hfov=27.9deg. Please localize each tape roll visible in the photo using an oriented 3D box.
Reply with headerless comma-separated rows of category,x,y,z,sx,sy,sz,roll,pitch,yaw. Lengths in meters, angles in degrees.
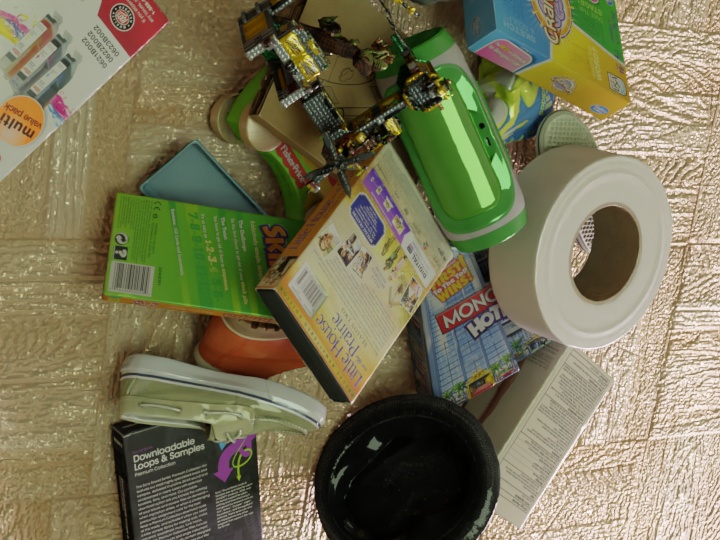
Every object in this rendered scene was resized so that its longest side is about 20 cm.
tape roll,0.226,-0.025,1.475,0.202,0.071,0.203,-12,109,-36

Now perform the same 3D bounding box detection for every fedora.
fedora,0.055,0.225,1.520,0.201,0.200,0.092,-61,161,-2

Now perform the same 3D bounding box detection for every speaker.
speaker,0.085,-0.121,1.357,0.088,0.088,0.201,-32,108,-22

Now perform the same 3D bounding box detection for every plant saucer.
plant saucer,-0.122,-0.040,1.366,0.070,0.019,0.200,-39,125,4

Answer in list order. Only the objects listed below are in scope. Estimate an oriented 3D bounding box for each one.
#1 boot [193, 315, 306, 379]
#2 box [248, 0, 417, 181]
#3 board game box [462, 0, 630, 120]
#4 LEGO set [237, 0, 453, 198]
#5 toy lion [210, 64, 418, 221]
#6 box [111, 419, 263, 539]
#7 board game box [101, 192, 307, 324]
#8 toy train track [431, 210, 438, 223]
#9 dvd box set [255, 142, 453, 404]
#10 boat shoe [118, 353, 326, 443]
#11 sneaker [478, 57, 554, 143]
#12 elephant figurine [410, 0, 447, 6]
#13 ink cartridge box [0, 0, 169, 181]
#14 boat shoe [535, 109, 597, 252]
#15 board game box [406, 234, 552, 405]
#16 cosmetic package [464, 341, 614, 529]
boot,-0.065,0.065,1.412,0.199,0.075,0.107,7,137,-34
box,-0.004,-0.165,1.354,0.200,0.021,0.164,34,69,-39
board game box,0.182,-0.254,1.443,0.200,0.040,0.154,20,55,-38
LEGO set,-0.012,-0.170,1.218,0.153,0.116,0.200,-25,117,4
toy lion,-0.022,-0.130,1.392,0.192,0.069,0.200,-47,126,-21
box,-0.166,0.226,1.426,0.143,0.036,0.201,-15,115,-31
board game box,-0.127,-0.008,1.309,0.199,0.030,0.096,8,75,-11
toy train track,0.145,-0.018,1.560,0.200,0.033,0.115,35,96,-31
dvd box set,0.000,0.000,1.323,0.200,0.029,0.147,-55,127,-32
boat shoe,-0.132,0.131,1.363,0.199,0.072,0.062,14,71,-11
sneaker,0.145,-0.150,1.475,0.200,0.076,0.105,-57,133,-18
elephant figurine,0.049,-0.354,1.321,0.141,0.155,0.201,16,94,-18
ink cartridge box,-0.287,-0.190,1.131,0.200,0.145,0.145,-46,126,-12
boat shoe,0.220,-0.097,1.547,0.075,0.062,0.200,-40,137,-8
board game box,0.121,0.018,1.511,0.199,0.062,0.200,-29,121,-8
cosmetic package,0.178,0.169,1.610,0.103,0.087,0.200,40,81,-39
